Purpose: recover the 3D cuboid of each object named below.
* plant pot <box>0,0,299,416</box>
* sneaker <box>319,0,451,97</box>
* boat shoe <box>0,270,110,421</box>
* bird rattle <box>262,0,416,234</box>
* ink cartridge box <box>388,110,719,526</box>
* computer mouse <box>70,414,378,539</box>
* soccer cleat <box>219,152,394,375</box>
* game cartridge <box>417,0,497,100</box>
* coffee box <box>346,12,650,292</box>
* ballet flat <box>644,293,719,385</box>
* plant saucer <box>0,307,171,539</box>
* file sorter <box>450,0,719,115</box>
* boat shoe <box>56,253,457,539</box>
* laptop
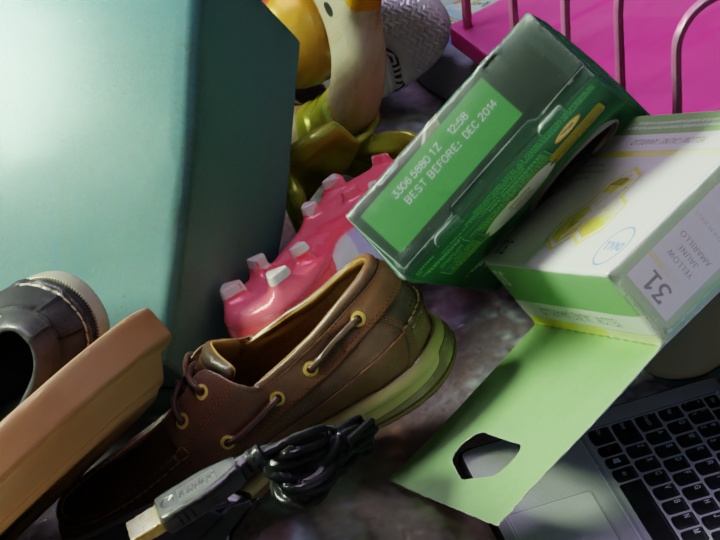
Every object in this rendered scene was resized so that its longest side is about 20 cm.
[{"bbox_3d":[-0.119,-0.035,1.154,0.140,0.141,0.201,-5,71,18],"label":"plant pot"},{"bbox_3d":[-0.022,-0.158,1.408,0.199,0.075,0.115,-9,41,36],"label":"sneaker"},{"bbox_3d":[-0.199,0.073,1.064,0.200,0.073,0.063,-39,2,21],"label":"boat shoe"},{"bbox_3d":[-0.037,-0.112,1.302,0.112,0.164,0.200,-12,33,-32],"label":"bird rattle"},{"bbox_3d":[0.091,0.014,1.011,0.200,0.048,0.145,-43,13,-11],"label":"ink cartridge box"},{"bbox_3d":[-0.083,0.118,0.964,0.199,0.046,0.140,-25,-5,6],"label":"computer mouse"},{"bbox_3d":[0.000,0.000,1.170,0.066,0.077,0.200,-12,19,35],"label":"soccer cleat"},{"bbox_3d":[0.100,-0.141,1.395,0.133,0.042,0.200,-23,29,-20],"label":"game cartridge"},{"bbox_3d":[0.068,-0.048,1.085,0.123,0.044,0.200,-48,-12,10],"label":"coffee box"},{"bbox_3d":[0.176,-0.026,1.123,0.069,0.070,0.200,3,35,31],"label":"ballet flat"},{"bbox_3d":[-0.151,0.095,0.987,0.200,0.032,0.200,-43,-1,-1],"label":"plant saucer"},{"bbox_3d":[0.156,-0.153,1.248,0.138,0.126,0.200,-28,45,-21],"label":"file sorter"},{"bbox_3d":[-0.056,0.060,1.057,0.199,0.068,0.072,-32,26,8],"label":"boat shoe"},{"bbox_3d":[0.148,0.051,0.949,0.199,0.117,0.187,-16,28,-6],"label":"laptop"}]
